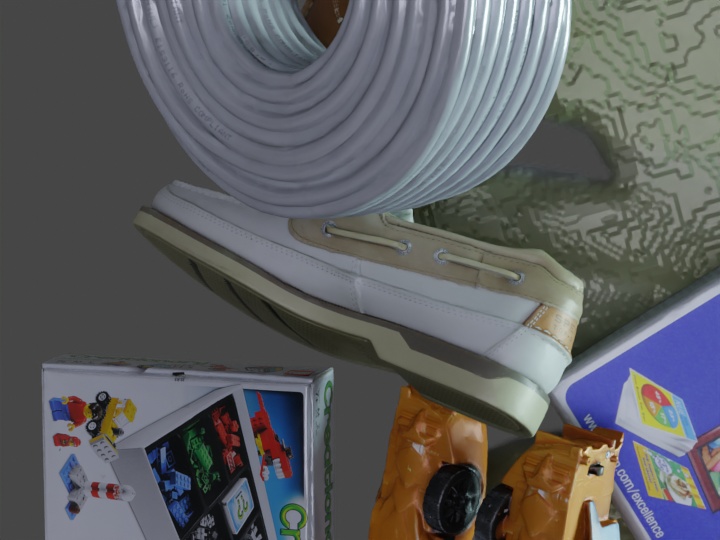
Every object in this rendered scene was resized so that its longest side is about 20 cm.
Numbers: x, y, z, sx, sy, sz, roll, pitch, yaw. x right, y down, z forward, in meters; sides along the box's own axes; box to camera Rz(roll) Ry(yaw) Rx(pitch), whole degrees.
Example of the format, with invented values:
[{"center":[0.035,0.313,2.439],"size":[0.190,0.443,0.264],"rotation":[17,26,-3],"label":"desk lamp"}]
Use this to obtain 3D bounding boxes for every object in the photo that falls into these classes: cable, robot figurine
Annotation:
[{"center":[-0.012,-0.118,0.768],"size":[0.199,0.069,0.201],"rotation":[15,110,43],"label":"cable"},{"center":[0.052,0.156,0.877],"size":[0.145,0.058,0.201],"rotation":[18,106,38],"label":"robot figurine"}]

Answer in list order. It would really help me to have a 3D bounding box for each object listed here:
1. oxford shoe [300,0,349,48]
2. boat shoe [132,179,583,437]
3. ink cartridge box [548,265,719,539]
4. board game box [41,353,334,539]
[{"center":[0.016,-0.100,0.832],"size":[0.071,0.071,0.200],"rotation":[23,123,-10],"label":"oxford shoe"},{"center":[0.000,0.000,0.856],"size":[0.199,0.075,0.069],"rotation":[24,79,21],"label":"boat shoe"},{"center":[0.212,0.079,0.888],"size":[0.200,0.047,0.198],"rotation":[-31,94,5],"label":"ink cartridge box"},{"center":[-0.075,0.139,0.897],"size":[0.126,0.035,0.201],"rotation":[3,99,16],"label":"board game box"}]
